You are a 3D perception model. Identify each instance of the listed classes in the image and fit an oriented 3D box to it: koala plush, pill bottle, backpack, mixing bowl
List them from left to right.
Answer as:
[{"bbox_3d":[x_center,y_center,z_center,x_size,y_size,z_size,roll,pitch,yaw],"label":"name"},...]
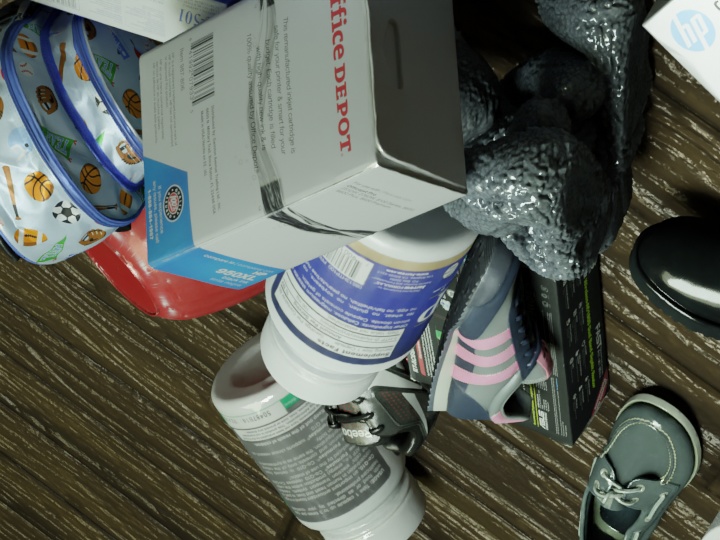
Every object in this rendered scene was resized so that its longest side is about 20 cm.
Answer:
[{"bbox_3d":[-0.209,-0.100,1.498,0.153,0.191,0.201,-30,105,26],"label":"backpack"},{"bbox_3d":[-0.154,-0.035,1.691,0.200,0.108,0.200,41,163,16],"label":"mixing bowl"},{"bbox_3d":[-0.032,0.150,1.842,0.113,0.113,0.201,-3,129,49],"label":"pill bottle"},{"bbox_3d":[0.000,0.000,1.481,0.119,0.120,0.201,35,138,7],"label":"pill bottle"},{"bbox_3d":[0.068,-0.093,1.353,0.198,0.178,0.184,16,156,21],"label":"koala plush"}]

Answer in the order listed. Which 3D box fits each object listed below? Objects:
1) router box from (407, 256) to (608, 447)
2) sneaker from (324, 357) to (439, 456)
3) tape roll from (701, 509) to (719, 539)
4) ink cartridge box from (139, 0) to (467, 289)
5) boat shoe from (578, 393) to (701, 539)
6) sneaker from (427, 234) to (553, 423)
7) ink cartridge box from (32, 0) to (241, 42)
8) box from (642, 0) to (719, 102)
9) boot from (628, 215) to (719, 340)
[{"bbox_3d":[0.101,0.025,1.582,0.149,0.062,0.201,22,146,26],"label":"router box"},{"bbox_3d":[0.000,0.082,1.683,0.070,0.099,0.200,7,157,44],"label":"sneaker"},{"bbox_3d":[0.348,0.230,1.574,0.201,0.071,0.203,27,148,19],"label":"tape roll"},{"bbox_3d":[-0.037,-0.089,1.288,0.199,0.146,0.084,-21,154,40],"label":"ink cartridge box"},{"bbox_3d":[0.209,0.167,1.650,0.072,0.062,0.201,31,149,14],"label":"boat shoe"},{"bbox_3d":[0.101,0.039,1.490,0.081,0.071,0.201,14,146,0],"label":"sneaker"},{"bbox_3d":[-0.139,-0.199,1.442,0.199,0.094,0.045,20,127,30],"label":"ink cartridge box"},{"bbox_3d":[0.279,-0.118,1.185,0.200,0.041,0.156,45,134,-6],"label":"box"},{"bbox_3d":[0.278,-0.005,1.338,0.197,0.074,0.163,29,151,5],"label":"boot"}]
